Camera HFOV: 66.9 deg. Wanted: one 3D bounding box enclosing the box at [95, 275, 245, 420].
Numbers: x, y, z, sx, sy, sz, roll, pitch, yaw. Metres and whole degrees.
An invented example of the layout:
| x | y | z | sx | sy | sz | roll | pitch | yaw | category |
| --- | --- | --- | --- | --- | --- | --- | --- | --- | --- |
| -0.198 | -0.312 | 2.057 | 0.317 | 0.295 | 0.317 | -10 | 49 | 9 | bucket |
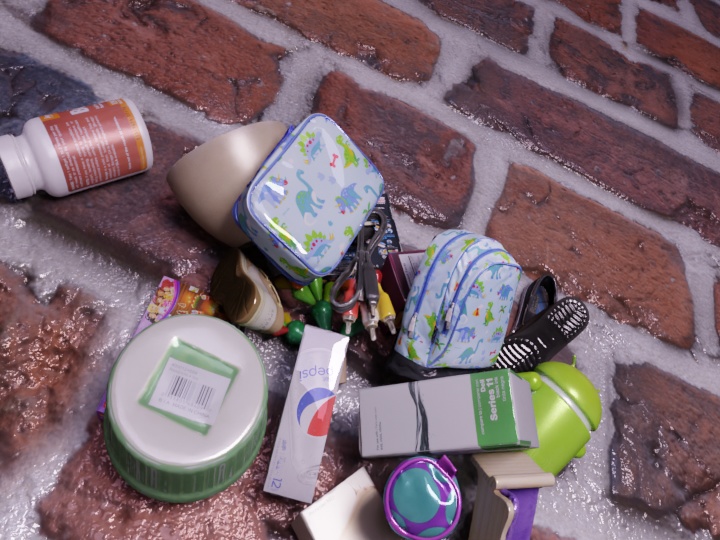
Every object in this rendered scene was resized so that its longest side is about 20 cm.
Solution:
| x | y | z | sx | sy | sz | roll | pitch | yaw | category |
| --- | --- | --- | --- | --- | --- | --- | --- | --- | --- |
| -0.241 | 0.120 | 0.729 | 0.133 | 0.039 | 0.205 | 19 | 55 | -7 | box |

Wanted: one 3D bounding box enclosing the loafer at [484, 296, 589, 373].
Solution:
| x | y | z | sx | sy | sz | roll | pitch | yaw | category |
| --- | --- | --- | --- | --- | --- | --- | --- | --- | --- |
| 0.268 | 0.118 | 0.849 | 0.074 | 0.198 | 0.071 | 55 | 14 | 10 | loafer |

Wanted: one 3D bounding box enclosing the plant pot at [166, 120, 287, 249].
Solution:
| x | y | z | sx | sy | sz | roll | pitch | yaw | category |
| --- | --- | --- | --- | --- | --- | --- | --- | --- | --- |
| -0.173 | -0.114 | 0.826 | 0.197 | 0.199 | 0.138 | -27 | 92 | -31 | plant pot |

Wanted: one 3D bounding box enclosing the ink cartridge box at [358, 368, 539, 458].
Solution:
| x | y | z | sx | sy | sz | roll | pitch | yaw | category |
| --- | --- | --- | --- | --- | --- | --- | --- | --- | --- |
| 0.110 | 0.186 | 0.683 | 0.194 | 0.146 | 0.086 | -13 | 68 | 23 | ink cartridge box |

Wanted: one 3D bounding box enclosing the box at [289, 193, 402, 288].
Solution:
| x | y | z | sx | sy | sz | roll | pitch | yaw | category |
| --- | --- | --- | --- | --- | --- | --- | --- | --- | --- |
| -0.030 | -0.052 | 0.908 | 0.193 | 0.046 | 0.163 | -2 | 60 | -20 | box |

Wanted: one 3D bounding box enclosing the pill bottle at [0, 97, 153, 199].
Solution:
| x | y | z | sx | sy | sz | roll | pitch | yaw | category |
| --- | --- | --- | --- | --- | --- | --- | --- | --- | --- |
| -0.422 | -0.179 | 0.811 | 0.196 | 0.113 | 0.113 | -26 | 69 | -31 | pill bottle |

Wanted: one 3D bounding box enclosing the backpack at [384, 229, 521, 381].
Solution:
| x | y | z | sx | sy | sz | roll | pitch | yaw | category |
| --- | --- | --- | --- | --- | --- | --- | --- | --- | --- |
| 0.132 | 0.050 | 0.736 | 0.159 | 0.152 | 0.208 | 12 | 85 | -37 | backpack |

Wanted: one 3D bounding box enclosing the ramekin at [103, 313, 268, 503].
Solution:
| x | y | z | sx | sy | sz | roll | pitch | yaw | category |
| --- | --- | --- | --- | --- | --- | --- | --- | --- | --- |
| -0.199 | 0.152 | 0.637 | 0.193 | 0.098 | 0.206 | 10 | 56 | -14 | ramekin |

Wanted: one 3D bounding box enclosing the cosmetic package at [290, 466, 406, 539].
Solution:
| x | y | z | sx | sy | sz | roll | pitch | yaw | category |
| --- | --- | --- | --- | --- | --- | --- | --- | --- | --- |
| 0.011 | 0.358 | 0.647 | 0.102 | 0.074 | 0.202 | -25 | 70 | -30 | cosmetic package |

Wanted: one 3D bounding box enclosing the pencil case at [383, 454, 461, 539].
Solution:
| x | y | z | sx | sy | sz | roll | pitch | yaw | category |
| --- | --- | --- | --- | --- | --- | --- | --- | --- | --- |
| 0.077 | 0.266 | 0.645 | 0.092 | 0.201 | 0.085 | -41 | 70 | -7 | pencil case |

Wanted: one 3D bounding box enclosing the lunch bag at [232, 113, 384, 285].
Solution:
| x | y | z | sx | sy | sz | roll | pitch | yaw | category |
| --- | --- | --- | --- | --- | --- | --- | --- | --- | --- |
| -0.068 | -0.101 | 0.742 | 0.160 | 0.082 | 0.203 | 42 | 60 | -17 | lunch bag |

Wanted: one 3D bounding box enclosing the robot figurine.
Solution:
| x | y | z | sx | sy | sz | roll | pitch | yaw | category |
| --- | --- | --- | --- | --- | --- | --- | --- | --- | --- |
| 0.254 | 0.215 | 0.765 | 0.200 | 0.115 | 0.176 | -43 | 113 | -5 | robot figurine |

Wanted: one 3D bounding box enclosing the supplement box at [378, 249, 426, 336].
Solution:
| x | y | z | sx | sy | sz | roll | pitch | yaw | category |
| --- | --- | --- | --- | --- | --- | --- | --- | --- | --- |
| 0.126 | 0.030 | 0.871 | 0.193 | 0.111 | 0.088 | -6 | 59 | -22 | supplement box |

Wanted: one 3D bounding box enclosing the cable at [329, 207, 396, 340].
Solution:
| x | y | z | sx | sy | sz | roll | pitch | yaw | category |
| --- | --- | --- | --- | --- | --- | --- | --- | --- | --- |
| 0.000 | 0.000 | 0.782 | 0.093 | 0.051 | 0.205 | 2 | 54 | -8 | cable |

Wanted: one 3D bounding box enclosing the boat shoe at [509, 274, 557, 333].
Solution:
| x | y | z | sx | sy | sz | roll | pitch | yaw | category |
| --- | --- | --- | --- | --- | --- | --- | --- | --- | --- |
| 0.301 | 0.091 | 0.920 | 0.068 | 0.067 | 0.203 | 27 | 54 | 1 | boat shoe |

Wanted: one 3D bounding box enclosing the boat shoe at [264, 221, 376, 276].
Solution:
| x | y | z | sx | sy | sz | roll | pitch | yaw | category |
| --- | --- | --- | --- | --- | --- | --- | --- | --- | --- |
| -0.057 | -0.038 | 0.826 | 0.197 | 0.073 | 0.065 | -15 | 96 | -34 | boat shoe |

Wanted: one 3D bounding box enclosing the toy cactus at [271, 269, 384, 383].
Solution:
| x | y | z | sx | sy | sz | roll | pitch | yaw | category |
| --- | --- | --- | --- | --- | --- | --- | --- | --- | --- |
| -0.046 | 0.079 | 0.793 | 0.193 | 0.102 | 0.171 | -8 | 76 | -21 | toy cactus |

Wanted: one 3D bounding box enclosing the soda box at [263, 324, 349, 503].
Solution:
| x | y | z | sx | sy | sz | roll | pitch | yaw | category |
| --- | --- | --- | --- | --- | --- | --- | --- | --- | --- |
| -0.068 | 0.180 | 0.695 | 0.061 | 0.068 | 0.207 | 15 | 73 | -5 | soda box |

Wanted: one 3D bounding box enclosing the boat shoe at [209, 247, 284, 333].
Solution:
| x | y | z | sx | sy | sz | roll | pitch | yaw | category |
| --- | --- | --- | --- | --- | --- | --- | --- | --- | --- |
| -0.157 | 0.031 | 0.749 | 0.066 | 0.075 | 0.200 | 36 | 6 | -32 | boat shoe |

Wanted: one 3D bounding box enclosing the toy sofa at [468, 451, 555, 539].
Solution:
| x | y | z | sx | sy | sz | roll | pitch | yaw | category |
| --- | --- | --- | --- | --- | --- | --- | --- | --- | --- |
| 0.170 | 0.329 | 0.641 | 0.080 | 0.098 | 0.208 | 4 | 101 | -17 | toy sofa |
